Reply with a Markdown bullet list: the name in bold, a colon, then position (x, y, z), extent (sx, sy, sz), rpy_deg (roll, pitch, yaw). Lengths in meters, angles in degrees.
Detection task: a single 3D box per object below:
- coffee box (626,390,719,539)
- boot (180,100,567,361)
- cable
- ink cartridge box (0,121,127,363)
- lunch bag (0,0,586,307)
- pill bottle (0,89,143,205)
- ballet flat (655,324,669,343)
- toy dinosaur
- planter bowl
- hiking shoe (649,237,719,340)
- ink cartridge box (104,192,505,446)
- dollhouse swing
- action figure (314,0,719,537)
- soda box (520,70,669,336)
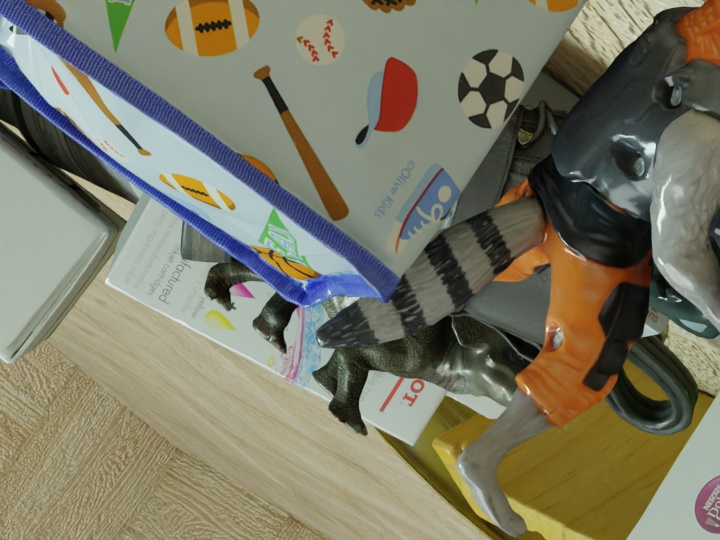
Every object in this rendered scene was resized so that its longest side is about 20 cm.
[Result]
- **coffee box**: position (0.241, 0.187, 1.322), extent (0.197, 0.200, 0.200), rpy_deg (27, 169, 41)
- **boot**: position (0.026, -0.066, 1.114), extent (0.173, 0.201, 0.069), rpy_deg (11, -151, -1)
- **cable**: position (0.102, 0.001, 1.355), extent (0.200, 0.050, 0.097), rpy_deg (35, 136, -25)
- **ink cartridge box**: position (-0.198, -0.033, 1.431), extent (0.145, 0.084, 0.200), rpy_deg (38, 180, -3)
- **lunch bag**: position (-0.039, -0.111, 0.901), extent (0.200, 0.170, 0.124), rpy_deg (35, 166, -13)
- **pill bottle**: position (-0.102, -0.091, 1.394), extent (0.200, 0.114, 0.114), rpy_deg (25, 167, 46)
- **ballet flat**: position (0.067, -0.019, 1.417), extent (0.200, 0.057, 0.067), rpy_deg (29, 141, 8)
- **toy dinosaur**: position (0.000, 0.000, 1.206), extent (0.200, 0.102, 0.077), rpy_deg (44, -176, -2)
- **planter bowl**: position (0.081, 0.086, 1.666), extent (0.200, 0.084, 0.200), rpy_deg (41, -172, -7)
- **hiking shoe**: position (0.175, 0.014, 1.064), extent (0.087, 0.075, 0.200), rpy_deg (42, 168, -36)
- **ink cartridge box**: position (0.003, -0.005, 1.269), extent (0.199, 0.115, 0.068), rpy_deg (28, -157, -8)
- **dollhouse swing**: position (0.169, 0.165, 1.532), extent (0.200, 0.181, 0.176), rpy_deg (25, 131, 46)
- **action figure**: position (0.088, -0.009, 0.898), extent (0.104, 0.194, 0.200), rpy_deg (36, -163, -28)
- **soda box**: position (0.054, -0.053, 1.191), extent (0.200, 0.064, 0.068), rpy_deg (35, 171, -7)
